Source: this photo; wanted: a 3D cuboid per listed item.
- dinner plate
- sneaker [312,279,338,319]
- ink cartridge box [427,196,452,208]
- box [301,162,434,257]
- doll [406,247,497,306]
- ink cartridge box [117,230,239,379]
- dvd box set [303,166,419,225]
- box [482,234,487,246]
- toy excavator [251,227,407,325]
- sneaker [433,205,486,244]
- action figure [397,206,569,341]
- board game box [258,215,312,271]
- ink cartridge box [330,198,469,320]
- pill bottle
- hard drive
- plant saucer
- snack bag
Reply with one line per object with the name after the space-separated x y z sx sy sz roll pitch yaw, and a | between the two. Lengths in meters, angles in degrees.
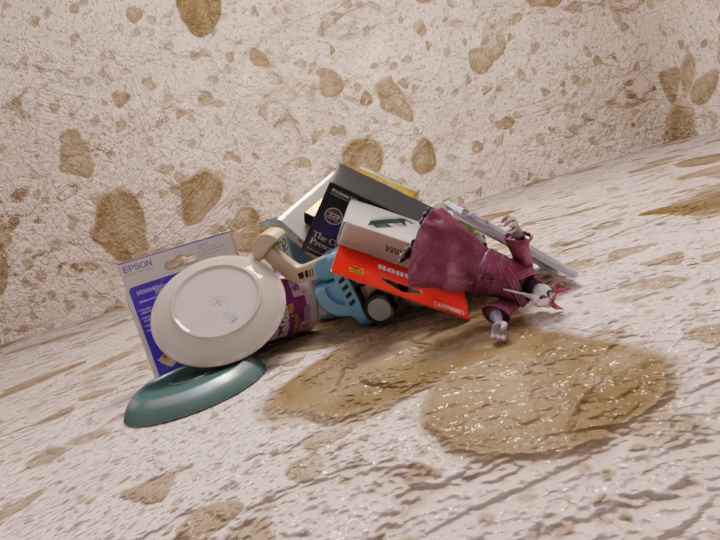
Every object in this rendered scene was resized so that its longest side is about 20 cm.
-0.208 0.048 0.793 0.197 0.024 0.202 -1 51 1 | dinner plate
0.000 0.000 0.981 0.198 0.132 0.080 -17 8 -9 | sneaker
0.097 -0.073 1.135 0.198 0.085 0.145 -20 5 26 | ink cartridge box
0.022 -0.064 0.898 0.198 0.142 0.079 24 33 -7 | box
0.142 0.016 0.872 0.136 0.049 0.199 -11 9 45 | doll
-0.276 0.056 0.908 0.197 0.202 0.043 -20 4 -32 | ink cartridge box
0.006 -0.125 1.059 0.145 0.030 0.200 26 47 22 | dvd box set
0.162 -0.019 1.099 0.159 0.045 0.200 -14 7 27 | box
-0.052 0.005 0.846 0.198 0.196 0.100 -20 16 23 | toy excavator
0.132 -0.065 0.972 0.078 0.091 0.199 -25 8 -42 | sneaker
0.148 0.008 0.658 0.198 0.135 0.149 23 -4 11 | action figure
-0.120 -0.021 1.134 0.104 0.202 0.103 -21 9 -35 | board game box
0.064 -0.023 0.765 0.198 0.044 0.174 19 26 -4 | ink cartridge box
-0.175 0.069 0.878 0.198 0.114 0.112 -16 6 -33 | pill bottle
-0.059 -0.107 1.084 0.200 0.132 0.026 -48 -4 -39 | hard drive
-0.230 0.156 0.755 0.198 0.028 0.200 -16 7 2 | plant saucer
0.212 -0.045 0.796 0.022 0.187 0.200 -60 4 9 | snack bag
